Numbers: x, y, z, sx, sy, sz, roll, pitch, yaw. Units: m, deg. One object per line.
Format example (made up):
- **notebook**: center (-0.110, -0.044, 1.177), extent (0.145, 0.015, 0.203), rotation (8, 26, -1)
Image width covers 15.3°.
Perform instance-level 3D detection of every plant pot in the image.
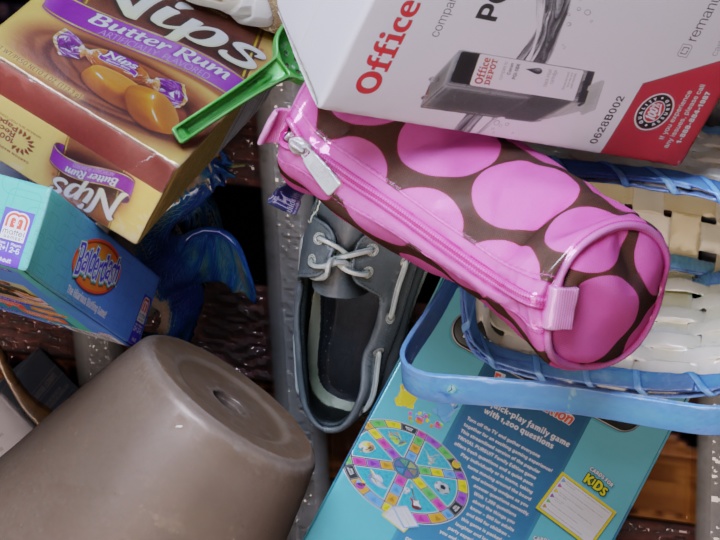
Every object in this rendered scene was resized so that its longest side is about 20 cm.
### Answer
- **plant pot**: center (-0.117, 0.133, 1.415), extent (0.200, 0.200, 0.175), rotation (36, 102, -2)

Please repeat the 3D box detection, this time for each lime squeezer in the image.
- **lime squeezer**: center (-0.009, -0.126, 1.316), extent (0.200, 0.071, 0.038), rotation (-34, 76, 2)

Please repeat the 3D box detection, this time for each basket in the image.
- **basket**: center (0.129, 0.009, 1.348), extent (0.176, 0.200, 0.139), rotation (8, 123, 17)

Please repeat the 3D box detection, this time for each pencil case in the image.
- **pencil case**: center (0.047, -0.028, 1.268), extent (0.200, 0.094, 0.091), rotation (32, 106, 33)

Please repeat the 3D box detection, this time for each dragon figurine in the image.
- **dragon figurine**: center (-0.095, -0.005, 1.490), extent (0.099, 0.059, 0.200), rotation (-30, 134, -6)

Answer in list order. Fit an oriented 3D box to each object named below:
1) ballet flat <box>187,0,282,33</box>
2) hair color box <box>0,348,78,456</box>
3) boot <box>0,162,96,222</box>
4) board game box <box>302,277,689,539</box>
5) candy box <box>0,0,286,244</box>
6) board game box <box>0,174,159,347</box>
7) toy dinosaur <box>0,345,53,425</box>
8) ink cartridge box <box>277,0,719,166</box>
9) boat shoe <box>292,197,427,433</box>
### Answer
- **ballet flat**: center (-0.084, -0.179, 1.400), extent (0.200, 0.065, 0.071), rotation (50, 162, -4)
- **hair color box**: center (-0.165, 0.156, 1.613), extent (0.099, 0.061, 0.200), rotation (-38, 99, 31)
- **boot**: center (-0.187, -0.066, 1.468), extent (0.200, 0.090, 0.073), rotation (-14, 123, 36)
- **board game box**: center (0.066, 0.123, 1.457), extent (0.151, 0.047, 0.200), rotation (28, 83, 3)
- **candy box**: center (-0.118, -0.101, 1.378), extent (0.117, 0.200, 0.057), rotation (31, 119, 1)
- **board game box**: center (-0.200, -0.017, 1.345), extent (0.152, 0.200, 0.045), rotation (15, 82, 13)
- **toy dinosaur**: center (-0.134, 0.109, 1.555), extent (0.200, 0.106, 0.060), rotation (13, 151, -9)
- **ink cartridge box**: center (0.082, -0.137, 1.236), extent (0.200, 0.083, 0.147), rotation (7, 130, -25)
- **boat shoe**: center (0.000, 0.000, 1.472), extent (0.073, 0.062, 0.200), rotation (15, 120, 11)
